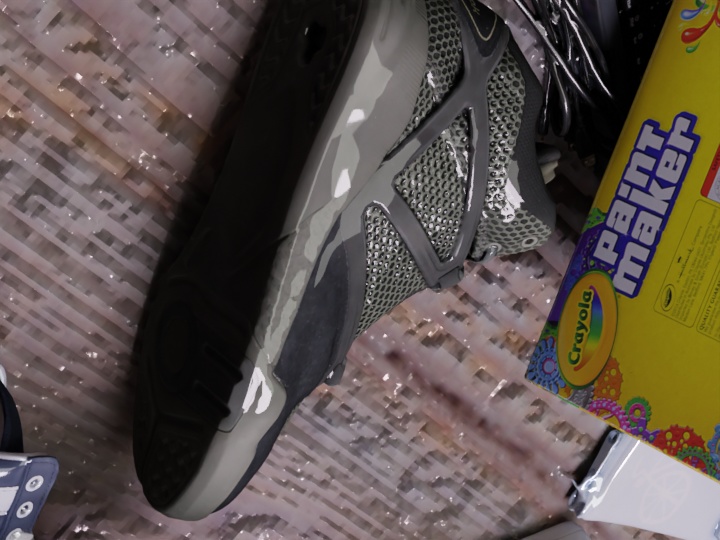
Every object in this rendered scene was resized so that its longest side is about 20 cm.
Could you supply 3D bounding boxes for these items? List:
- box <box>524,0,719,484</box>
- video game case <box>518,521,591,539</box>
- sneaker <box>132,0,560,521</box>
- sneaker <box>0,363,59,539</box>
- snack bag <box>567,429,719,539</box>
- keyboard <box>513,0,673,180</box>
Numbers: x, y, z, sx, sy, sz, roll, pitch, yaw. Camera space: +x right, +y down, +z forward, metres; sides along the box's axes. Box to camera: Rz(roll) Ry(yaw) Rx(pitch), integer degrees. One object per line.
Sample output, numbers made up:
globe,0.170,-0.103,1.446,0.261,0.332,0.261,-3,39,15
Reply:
box,0.190,-0.020,0.783,0.192,0.122,0.201,13,101,-50
video game case,0.007,0.210,0.919,0.199,0.022,0.183,-18,129,-27
sneaker,0.000,0.000,0.726,0.114,0.076,0.200,15,105,-36
sneaker,-0.116,0.098,0.713,0.109,0.070,0.200,-49,133,5
snack bag,0.200,0.045,0.949,0.200,0.021,0.189,19,108,-43
keyboard,0.107,-0.080,0.777,0.104,0.040,0.200,-32,133,-15
